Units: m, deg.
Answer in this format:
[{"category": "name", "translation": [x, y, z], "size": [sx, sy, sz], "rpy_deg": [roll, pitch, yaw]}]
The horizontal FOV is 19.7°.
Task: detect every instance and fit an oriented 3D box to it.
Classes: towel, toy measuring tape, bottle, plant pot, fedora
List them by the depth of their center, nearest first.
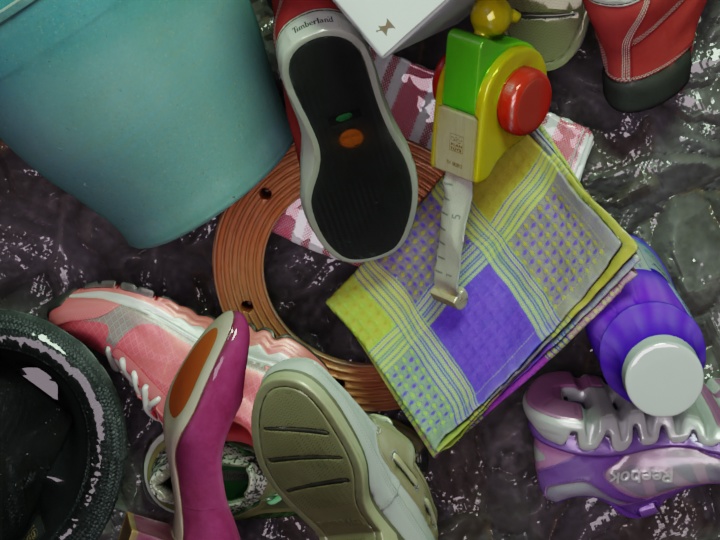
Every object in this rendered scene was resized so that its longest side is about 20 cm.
[{"category": "toy measuring tape", "translation": [0.079, -0.076, 1.273], "size": [0.073, 0.074, 0.200], "rpy_deg": [5, 116, 3]}, {"category": "bottle", "translation": [0.176, 0.037, 1.301], "size": [0.065, 0.200, 0.084], "rpy_deg": [-29, 103, 7]}, {"category": "towel", "translation": [0.074, 0.005, 1.307], "size": [0.200, 0.023, 0.144], "rpy_deg": [-46, 62, 24]}, {"category": "plant pot", "translation": [-0.144, -0.126, 1.318], "size": [0.200, 0.200, 0.188], "rpy_deg": [-34, 109, 7]}, {"category": "towel", "translation": [0.041, -0.063, 1.389], "size": [0.200, 0.030, 0.147], "rpy_deg": [21, 100, 1]}, {"category": "fedora", "translation": [-0.243, 0.118, 1.394], "size": [0.200, 0.092, 0.201], "rpy_deg": [1, 99, 4]}]

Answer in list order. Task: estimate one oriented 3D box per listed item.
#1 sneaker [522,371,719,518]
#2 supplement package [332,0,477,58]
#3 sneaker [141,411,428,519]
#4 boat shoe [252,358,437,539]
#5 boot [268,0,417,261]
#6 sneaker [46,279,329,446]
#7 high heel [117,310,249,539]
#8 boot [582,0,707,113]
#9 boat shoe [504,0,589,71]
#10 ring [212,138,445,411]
[{"category": "sneaker", "translation": [0.202, 0.123, 1.380], "size": [0.200, 0.081, 0.089], "rpy_deg": [4, 115, -5]}, {"category": "supplement package", "translation": [0.041, -0.217, 1.218], "size": [0.120, 0.200, 0.121], "rpy_deg": [-40, 91, 20]}, {"category": "sneaker", "translation": [-0.053, 0.141, 1.387], "size": [0.199, 0.089, 0.077], "rpy_deg": [-6, 97, 4]}, {"category": "boat shoe", "translation": [-0.007, 0.125, 1.317], "size": [0.075, 0.068, 0.200], "rpy_deg": [-2, 130, 30]}, {"category": "boot", "translation": [-0.017, -0.115, 1.296], "size": [0.072, 0.144, 0.200], "rpy_deg": [-14, 133, -1]}, {"category": "sneaker", "translation": [-0.125, 0.068, 1.365], "size": [0.200, 0.074, 0.087], "rpy_deg": [16, 71, 15]}, {"category": "high heel", "translation": [-0.084, 0.122, 1.319], "size": [0.096, 0.067, 0.200], "rpy_deg": [16, 112, -18]}, {"category": "boot", "translation": [0.215, -0.200, 1.345], "size": [0.072, 0.144, 0.200], "rpy_deg": [26, 63, 33]}, {"category": "boat shoe", "translation": [0.112, -0.231, 1.341], "size": [0.075, 0.068, 0.201], "rpy_deg": [-6, 99, 7]}, {"category": "ring", "translation": [0.000, 0.000, 1.380], "size": [0.200, 0.019, 0.201], "rpy_deg": [3, 112, 8]}]
